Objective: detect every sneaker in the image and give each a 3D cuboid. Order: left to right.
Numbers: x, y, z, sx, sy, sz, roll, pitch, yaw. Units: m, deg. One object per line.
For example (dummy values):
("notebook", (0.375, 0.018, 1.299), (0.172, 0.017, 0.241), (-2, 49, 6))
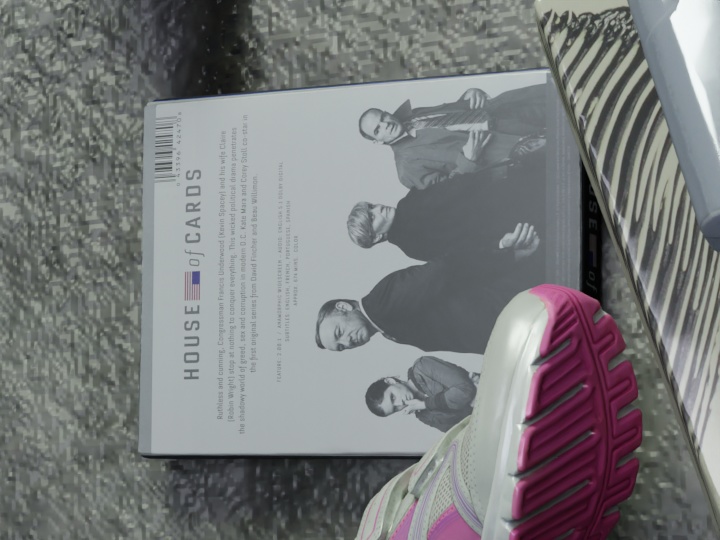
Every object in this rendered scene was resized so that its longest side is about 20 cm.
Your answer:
("sneaker", (0.038, 0.095, 0.821), (0.088, 0.081, 0.201), (25, 111, 34))

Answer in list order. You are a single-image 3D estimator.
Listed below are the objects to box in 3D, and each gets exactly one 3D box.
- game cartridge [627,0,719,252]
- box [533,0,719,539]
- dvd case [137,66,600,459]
("game cartridge", (0.192, -0.083, 0.725), (0.199, 0.041, 0.134), (-20, 64, 11))
("box", (0.130, -0.011, 0.795), (0.082, 0.068, 0.201), (-21, 74, 4))
("dvd case", (0.000, 0.000, 0.899), (0.199, 0.025, 0.151), (-2, 83, 28))
